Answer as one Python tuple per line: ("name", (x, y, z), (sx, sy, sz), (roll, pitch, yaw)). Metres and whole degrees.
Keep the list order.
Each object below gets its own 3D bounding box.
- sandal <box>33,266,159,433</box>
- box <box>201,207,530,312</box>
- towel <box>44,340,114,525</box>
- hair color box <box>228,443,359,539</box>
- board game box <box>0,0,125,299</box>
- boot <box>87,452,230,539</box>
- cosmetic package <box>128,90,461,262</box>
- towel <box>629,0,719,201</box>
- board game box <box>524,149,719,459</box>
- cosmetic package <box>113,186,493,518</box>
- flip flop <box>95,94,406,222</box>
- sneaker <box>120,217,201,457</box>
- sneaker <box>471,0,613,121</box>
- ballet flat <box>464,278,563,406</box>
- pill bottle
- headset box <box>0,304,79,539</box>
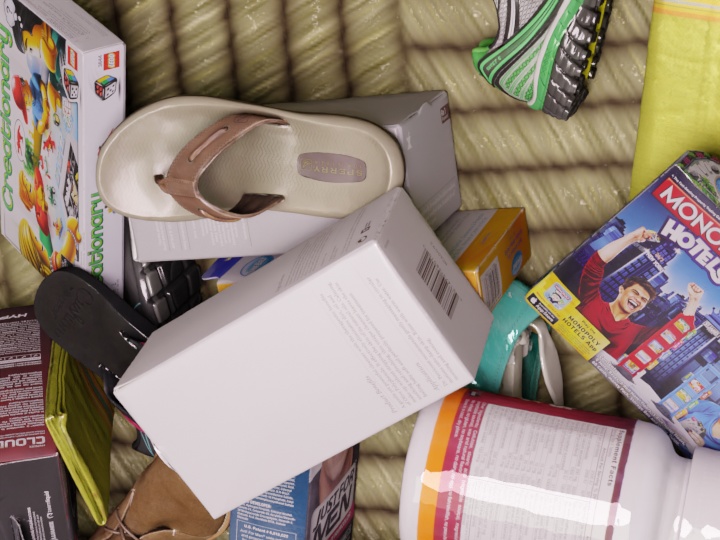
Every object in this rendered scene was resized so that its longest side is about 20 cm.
("sandal", (-0.137, 0.075, 1.238), (0.200, 0.045, 0.075), (35, 119, 5))
("box", (0.000, 0.000, 1.227), (0.199, 0.119, 0.042), (-4, 109, 22))
("towel", (-0.186, 0.091, 1.290), (0.018, 0.200, 0.086), (-23, 112, 3))
("hair color box", (-0.042, 0.118, 1.299), (0.060, 0.100, 0.201), (11, 114, 17))
("board game box", (-0.201, -0.084, 1.267), (0.126, 0.034, 0.201), (39, 135, 42))
("boot", (-0.147, 0.180, 1.336), (0.074, 0.075, 0.200), (49, 140, 8))
("cosmetic package", (-0.044, -0.062, 1.227), (0.199, 0.107, 0.091), (1, 107, 22))
("towel", (0.216, -0.128, 1.148), (0.086, 0.018, 0.201), (13, 115, 20))
("board game box", (0.239, 0.019, 1.152), (0.200, 0.062, 0.200), (44, 129, -4))
("cosmetic package", (-0.034, 0.051, 1.133), (0.199, 0.085, 0.108), (-28, 107, 24))
("flip flop", (-0.072, -0.060, 1.147), (0.199, 0.058, 0.082), (5, 110, 18))
("sneaker", (-0.149, 0.049, 1.326), (0.079, 0.075, 0.201), (-5, 109, 26))
("sneaker", (0.114, -0.191, 1.134), (0.085, 0.078, 0.201), (20, 116, 13))
("ballet flat", (0.099, 0.102, 1.254), (0.070, 0.067, 0.201), (16, 115, 35))
("pill bottle", (0.131, 0.140, 1.172), (0.199, 0.110, 0.110), (10, 113, 12))
("headset box", (-0.236, 0.141, 1.297), (0.077, 0.200, 0.150), (-8, 122, -8))
